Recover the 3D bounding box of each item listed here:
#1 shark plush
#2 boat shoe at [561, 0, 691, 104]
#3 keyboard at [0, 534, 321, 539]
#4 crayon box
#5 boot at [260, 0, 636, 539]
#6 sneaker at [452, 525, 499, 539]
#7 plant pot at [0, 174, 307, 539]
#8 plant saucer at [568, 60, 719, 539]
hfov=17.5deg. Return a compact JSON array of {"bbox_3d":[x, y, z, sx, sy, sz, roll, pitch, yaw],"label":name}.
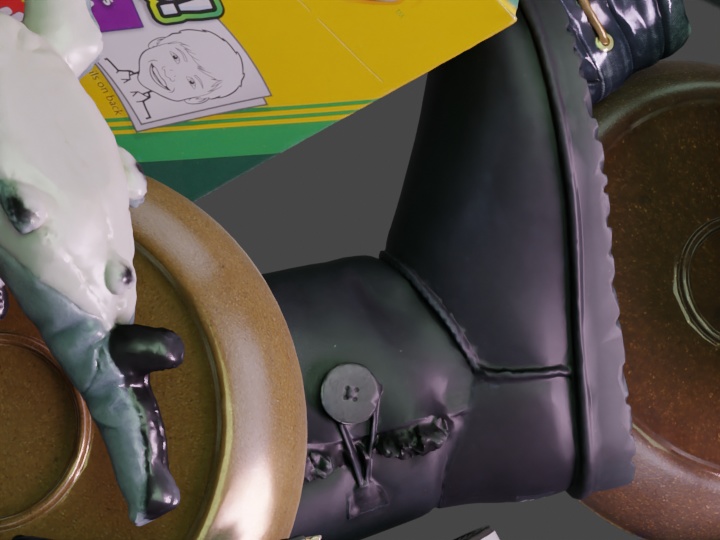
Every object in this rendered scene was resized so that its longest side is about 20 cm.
[{"bbox_3d":[-0.102,-0.017,0.737,0.200,0.083,0.091,52,44,6],"label":"shark plush"},{"bbox_3d":[0.045,-0.151,0.894,0.091,0.071,0.201,-29,93,-18],"label":"boat shoe"},{"bbox_3d":[-0.074,0.139,0.720,0.199,0.021,0.128,7,95,-4],"label":"keyboard"},{"bbox_3d":[-0.071,-0.127,0.760,0.200,0.172,0.058,44,41,-25],"label":"crayon box"},{"bbox_3d":[0.000,0.000,0.808,0.167,0.076,0.201,-10,97,-13],"label":"boot"},{"bbox_3d":[-0.008,0.187,0.781,0.200,0.084,0.121,-31,87,-14],"label":"sneaker"},{"bbox_3d":[-0.117,0.054,0.762,0.199,0.027,0.201,-2,75,8],"label":"plant pot"},{"bbox_3d":[0.142,0.009,0.903,0.199,0.034,0.201,5,75,-18],"label":"plant saucer"}]
